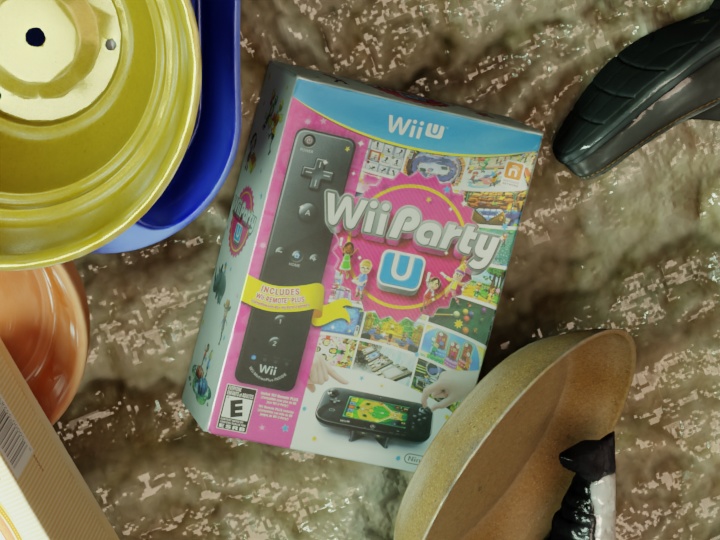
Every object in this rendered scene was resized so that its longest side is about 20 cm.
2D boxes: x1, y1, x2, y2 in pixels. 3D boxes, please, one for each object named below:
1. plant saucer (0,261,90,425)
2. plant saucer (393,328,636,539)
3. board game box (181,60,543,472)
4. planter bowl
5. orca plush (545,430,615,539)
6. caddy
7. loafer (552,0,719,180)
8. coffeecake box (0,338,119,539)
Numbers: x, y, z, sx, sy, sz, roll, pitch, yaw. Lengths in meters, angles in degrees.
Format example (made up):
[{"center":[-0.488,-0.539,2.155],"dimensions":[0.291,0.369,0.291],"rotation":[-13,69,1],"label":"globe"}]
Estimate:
[{"center":[-0.239,0.021,1.278],"dimensions":[0.199,0.032,0.201],"rotation":[2,128,2],"label":"plant saucer"},{"center":[0.078,0.107,1.360],"dimensions":[0.035,0.200,0.200],"rotation":[35,92,23],"label":"plant saucer"},{"center":[0.000,0.000,1.356],"dimensions":[0.147,0.064,0.201],"rotation":[12,99,-17],"label":"board game box"},{"center":[-0.165,-0.107,1.184],"dimensions":[0.200,0.083,0.201],"rotation":[2,105,9],"label":"planter bowl"},{"center":[0.110,0.193,1.407],"dimensions":[0.071,0.105,0.201],"rotation":[0,115,5],"label":"orca plush"},{"center":[-0.135,-0.111,1.274],"dimensions":[0.141,0.105,0.201],"rotation":[-4,103,-14],"label":"caddy"},{"center":[0.198,-0.109,1.379],"dimensions":[0.200,0.073,0.072],"rotation":[-37,112,-3],"label":"loafer"},{"center":[-0.243,0.146,1.283],"dimensions":[0.199,0.073,0.154],"rotation":[-23,108,17],"label":"coffeecake box"}]
